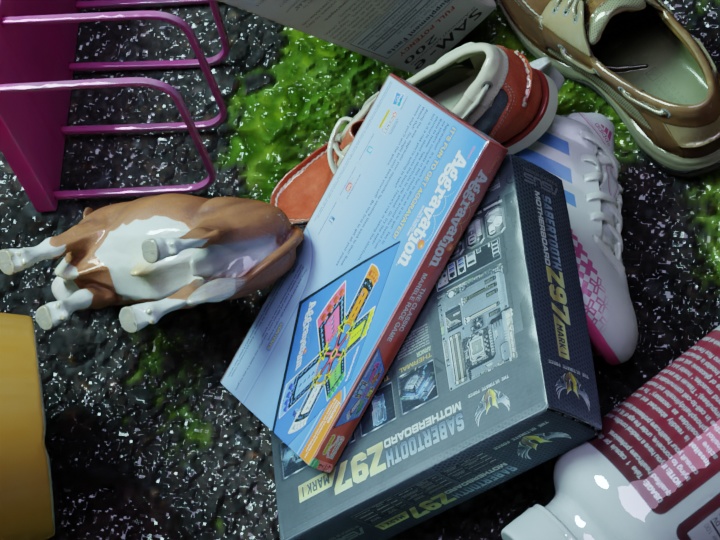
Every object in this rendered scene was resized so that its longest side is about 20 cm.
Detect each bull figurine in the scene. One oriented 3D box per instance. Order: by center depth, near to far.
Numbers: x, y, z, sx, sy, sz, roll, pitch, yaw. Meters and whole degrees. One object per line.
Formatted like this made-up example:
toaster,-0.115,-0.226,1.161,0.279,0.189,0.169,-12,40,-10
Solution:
bull figurine,-0.126,-0.005,1.509,0.199,0.121,0.066,-9,101,41

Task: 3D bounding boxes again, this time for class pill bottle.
pill bottle,0.176,0.110,1.404,0.199,0.113,0.113,-37,61,-8

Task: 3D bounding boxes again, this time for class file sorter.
file sorter,-0.147,-0.159,1.607,0.124,0.139,0.201,-2,62,10

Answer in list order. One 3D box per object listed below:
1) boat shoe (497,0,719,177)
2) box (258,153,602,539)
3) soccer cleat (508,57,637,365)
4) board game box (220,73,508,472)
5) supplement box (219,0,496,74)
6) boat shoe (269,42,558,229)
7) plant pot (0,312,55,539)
boat shoe,0.152,-0.142,1.566,0.076,0.074,0.200,-40,61,-10
box,0.033,0.050,1.452,0.199,0.051,0.159,-31,51,34
soccer cleat,0.121,-0.041,1.519,0.086,0.070,0.201,-32,59,5
board game box,0.000,0.000,1.457,0.103,0.019,0.201,38,102,50
supplement box,-0.024,-0.205,1.566,0.073,0.199,0.127,-40,57,27
boat shoe,0.019,-0.073,1.528,0.199,0.062,0.072,-26,57,32
plant pot,-0.267,0.096,1.482,0.182,0.201,0.201,-6,60,-8
